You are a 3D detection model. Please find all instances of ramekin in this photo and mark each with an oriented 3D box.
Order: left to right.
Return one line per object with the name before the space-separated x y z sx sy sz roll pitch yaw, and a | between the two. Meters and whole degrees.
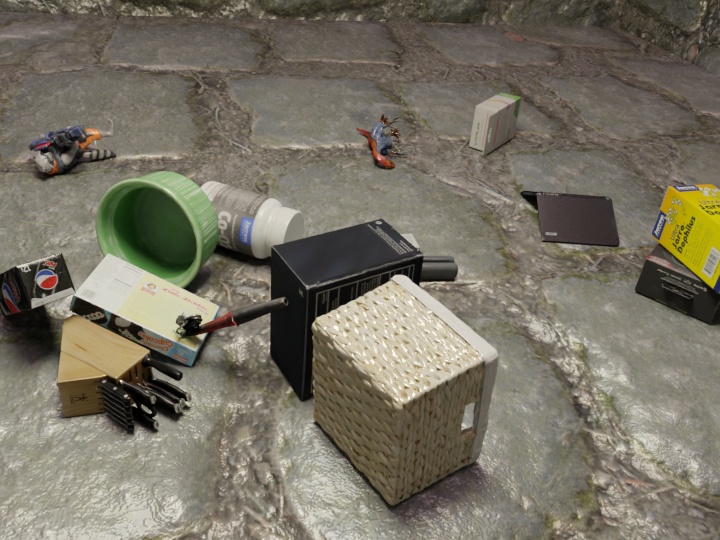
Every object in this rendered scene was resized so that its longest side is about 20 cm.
ramekin | -0.340 -0.070 1.156 0.195 0.204 0.098 13 26 11

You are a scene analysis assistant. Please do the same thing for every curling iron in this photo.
curling iron | -0.187 0.068 0.966 0.196 0.026 0.049 -12 -19 25

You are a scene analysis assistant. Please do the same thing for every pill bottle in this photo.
pill bottle | -0.211 -0.089 1.275 0.196 0.116 0.114 17 34 17

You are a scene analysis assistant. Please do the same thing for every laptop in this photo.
laptop | 0.467 -0.121 1.527 0.172 0.106 0.200 4 7 -4

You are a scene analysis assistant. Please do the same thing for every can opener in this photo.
can opener | 0.087 -0.015 1.262 0.195 0.068 0.053 5 31 -11

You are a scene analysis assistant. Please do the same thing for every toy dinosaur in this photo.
toy dinosaur | 0.053 -0.317 1.732 0.197 0.106 0.183 -18 30 41

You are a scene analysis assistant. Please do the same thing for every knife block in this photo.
knife block | -0.332 0.139 0.958 0.171 0.065 0.201 -5 34 -17

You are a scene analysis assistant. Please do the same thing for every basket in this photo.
basket | 0.051 0.154 0.878 0.159 0.202 0.199 -23 43 -31

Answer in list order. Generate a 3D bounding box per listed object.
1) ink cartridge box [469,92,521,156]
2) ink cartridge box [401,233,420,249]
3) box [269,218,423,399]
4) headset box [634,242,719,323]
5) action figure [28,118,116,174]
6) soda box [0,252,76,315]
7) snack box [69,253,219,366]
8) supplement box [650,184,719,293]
ink cartridge box | 0.355 -0.395 1.822 0.066 0.119 0.199 23 36 27
ink cartridge box | 0.000 0.000 1.177 0.195 0.111 0.051 -4 33 -15
box | -0.027 0.052 1.010 0.195 0.204 0.123 -16 39 -30
headset box | 0.630 0.007 1.298 0.147 0.079 0.199 27 37 29
action figure | -0.629 -0.269 1.497 0.197 0.107 0.193 0 28 41
soda box | -0.497 0.023 1.018 0.070 0.065 0.198 -23 8 -37
snack box | -0.328 0.059 1.045 0.197 0.037 0.117 26 33 -7
supplement box | 0.647 -0.062 1.233 0.106 0.112 0.201 -4 34 -16
